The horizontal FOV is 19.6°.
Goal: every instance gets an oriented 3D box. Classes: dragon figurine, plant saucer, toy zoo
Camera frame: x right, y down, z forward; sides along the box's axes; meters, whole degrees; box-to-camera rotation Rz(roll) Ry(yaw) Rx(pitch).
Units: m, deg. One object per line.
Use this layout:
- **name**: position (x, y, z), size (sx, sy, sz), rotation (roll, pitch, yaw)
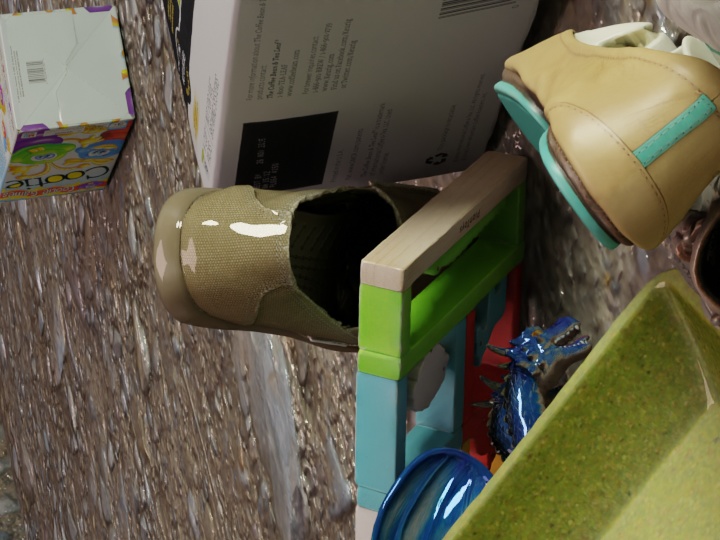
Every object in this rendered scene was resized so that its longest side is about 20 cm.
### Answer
- **dragon figurine**: position (0.042, 0.110, 0.821), size (0.099, 0.200, 0.059), rotation (34, 162, 31)
- **plant saucer**: position (0.094, 0.126, 0.673), size (0.200, 0.048, 0.200), rotation (-52, 31, 10)
- **toy zoo**: position (0.034, 0.065, 0.883), size (0.131, 0.020, 0.202), rotation (-41, -43, -55)

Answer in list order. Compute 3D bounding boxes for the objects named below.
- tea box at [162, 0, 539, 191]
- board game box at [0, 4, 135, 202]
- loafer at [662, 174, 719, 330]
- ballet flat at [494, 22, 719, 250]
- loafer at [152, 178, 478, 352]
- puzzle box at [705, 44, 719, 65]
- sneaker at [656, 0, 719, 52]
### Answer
- **tea box**: position (-0.016, -0.163, 0.880), size (0.200, 0.132, 0.199), rotation (108, 150, -65)
- **board game box**: position (-0.267, -0.142, 1.816), size (0.200, 0.102, 0.106), rotation (134, 127, -69)
- **loafer**: position (0.127, -0.009, 0.609), size (0.200, 0.062, 0.073), rotation (-156, 60, -71)
- **ballet flat**: position (0.087, -0.049, 0.671), size (0.069, 0.063, 0.200), rotation (50, -173, -11)
- **loafer**: position (0.000, 0.000, 0.877), size (0.067, 0.199, 0.077), rotation (2, 94, 40)
- **puzzle box**: position (0.147, -0.104, 0.567), size (0.200, 0.025, 0.134), rotation (-133, 39, -64)
- **sneaker**: position (0.086, -0.157, 0.544), size (0.073, 0.071, 0.202), rotation (-75, -25, -65)
